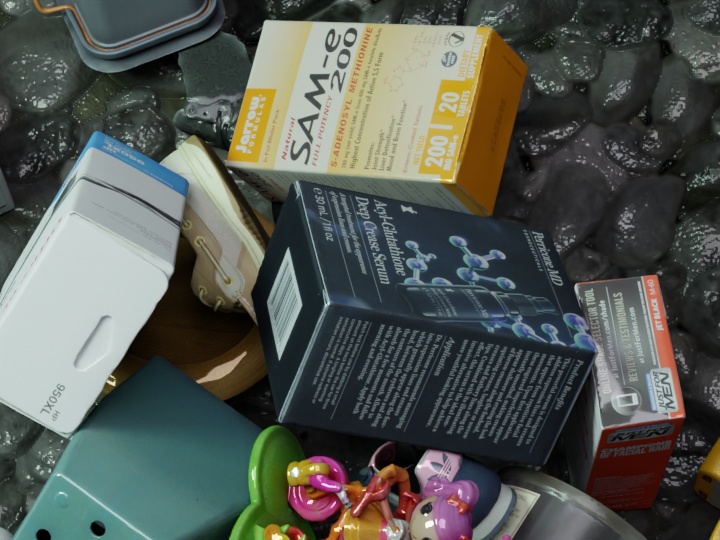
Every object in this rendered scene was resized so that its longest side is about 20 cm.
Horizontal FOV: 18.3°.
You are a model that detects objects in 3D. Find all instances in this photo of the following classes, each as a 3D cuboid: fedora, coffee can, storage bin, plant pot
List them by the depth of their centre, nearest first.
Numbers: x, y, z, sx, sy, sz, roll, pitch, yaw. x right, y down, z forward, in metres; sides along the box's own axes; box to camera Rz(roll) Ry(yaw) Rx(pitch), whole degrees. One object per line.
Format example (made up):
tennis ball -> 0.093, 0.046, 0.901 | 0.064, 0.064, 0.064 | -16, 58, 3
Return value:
plant pot -> -0.155, 0.172, 1.541 | 0.141, 0.200, 0.141 | 35, 106, 8
coffee can -> 0.107, 0.261, 1.580 | 0.146, 0.146, 0.200 | 30, 72, 14
fedora -> -0.143, 0.029, 1.723 | 0.200, 0.082, 0.201 | -1, 67, 2
storage bin -> -0.212, -0.282, 1.810 | 0.145, 0.134, 0.200 | -21, 55, -6

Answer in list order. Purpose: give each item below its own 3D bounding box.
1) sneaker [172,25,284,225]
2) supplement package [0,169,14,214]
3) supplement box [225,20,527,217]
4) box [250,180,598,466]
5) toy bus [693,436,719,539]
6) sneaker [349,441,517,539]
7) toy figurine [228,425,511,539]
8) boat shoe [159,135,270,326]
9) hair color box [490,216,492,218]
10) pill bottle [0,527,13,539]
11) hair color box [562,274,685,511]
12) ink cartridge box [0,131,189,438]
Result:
sneaker -> -0.101, -0.114, 1.798 | 0.104, 0.060, 0.200 | -6, 63, 1
supplement package -> -0.396, -0.113, 1.778 | 0.156, 0.111, 0.200 | -29, 68, -10
supplement box -> 0.011, -0.116, 1.675 | 0.200, 0.074, 0.126 | 5, 72, 30
box -> 0.041, 0.037, 1.542 | 0.200, 0.107, 0.149 | 11, 32, -20
toy bus -> 0.314, 0.130, 1.672 | 0.078, 0.065, 0.200 | 32, 72, 15
sneaker -> 0.030, 0.149, 1.606 | 0.082, 0.200, 0.070 | 41, 66, -22
toy figurine -> 0.023, 0.193, 1.490 | 0.184, 0.150, 0.200 | -8, 69, 25
boat shoe -> -0.096, -0.003, 1.657 | 0.066, 0.074, 0.200 | -33, 70, 5
hair color box -> 0.071, -0.039, 1.730 | 0.065, 0.109, 0.200 | -4, 67, 0
pill bottle -> -0.308, 0.243, 1.620 | 0.200, 0.112, 0.113 | -3, 67, 1
hair color box -> 0.185, 0.094, 1.619 | 0.064, 0.200, 0.111 | -7, 67, -2
ink cartridge box -> -0.192, 0.005, 1.551 | 0.084, 0.200, 0.145 | 30, 105, -11
